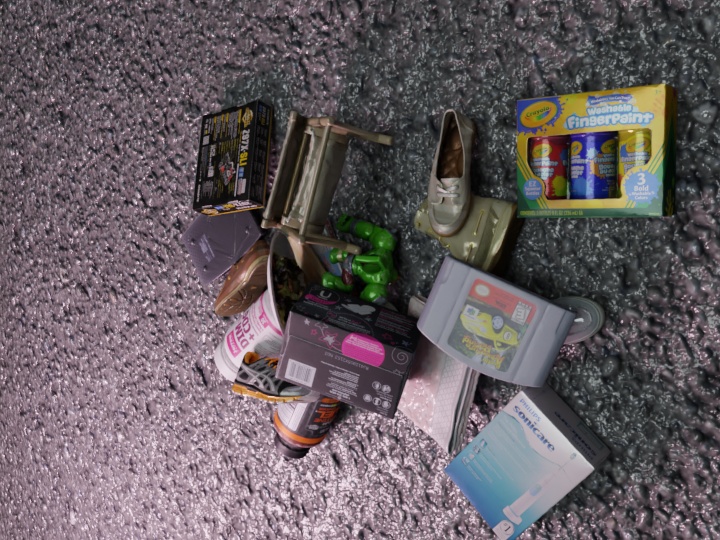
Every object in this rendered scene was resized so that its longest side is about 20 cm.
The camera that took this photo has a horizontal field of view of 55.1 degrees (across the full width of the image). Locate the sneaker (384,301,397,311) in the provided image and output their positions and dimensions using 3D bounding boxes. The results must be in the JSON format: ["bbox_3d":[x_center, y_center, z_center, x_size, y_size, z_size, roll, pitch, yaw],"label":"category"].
[{"bbox_3d":[0.023,0.139,1.208,0.085,0.072,0.201,-118,43,-54],"label":"sneaker"}]

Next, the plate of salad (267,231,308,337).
[{"bbox_3d":[-0.116,0.031,1.182,0.048,0.200,0.202,-7,92,9],"label":"plate of salad"}]

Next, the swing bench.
[{"bbox_3d":[-0.074,-0.150,1.143,0.200,0.129,0.200,23,100,53],"label":"swing bench"}]

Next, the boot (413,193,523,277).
[{"bbox_3d":[0.146,-0.031,1.068,0.155,0.073,0.201,25,95,31],"label":"boot"}]

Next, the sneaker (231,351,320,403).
[{"bbox_3d":[-0.150,0.188,1.200,0.199,0.078,0.078,3,81,39],"label":"sneaker"}]

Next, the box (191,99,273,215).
[{"bbox_3d":[-0.247,-0.214,1.330,0.159,0.049,0.202,-5,77,34],"label":"box"}]

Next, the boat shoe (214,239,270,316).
[{"bbox_3d":[-0.228,0.018,1.368,0.200,0.072,0.068,-46,52,34],"label":"boat shoe"}]

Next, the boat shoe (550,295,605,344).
[{"bbox_3d":[0.254,0.083,1.018,0.200,0.071,0.071,-11,89,37],"label":"boat shoe"}]

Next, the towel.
[{"bbox_3d":[0.117,0.164,1.109,0.191,0.032,0.201,34,118,57],"label":"towel"}]

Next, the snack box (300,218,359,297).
[{"bbox_3d":[-0.056,0.004,1.263,0.072,0.024,0.201,-29,79,36],"label":"snack box"}]

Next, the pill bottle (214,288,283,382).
[{"bbox_3d":[-0.188,0.126,1.318,0.200,0.113,0.114,-43,71,32],"label":"pill bottle"}]

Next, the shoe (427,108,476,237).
[{"bbox_3d":[0.133,-0.149,1.043,0.069,0.053,0.201,1,72,27],"label":"shoe"}]

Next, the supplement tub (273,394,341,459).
[{"bbox_3d":[-0.095,0.249,1.272,0.107,0.107,0.201,36,116,27],"label":"supplement tub"}]

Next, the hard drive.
[{"bbox_3d":[-0.276,-0.070,1.402,0.200,0.042,0.135,-37,74,32],"label":"hard drive"}]

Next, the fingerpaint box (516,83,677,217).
[{"bbox_3d":[0.318,-0.156,0.941,0.199,0.073,0.168,4,98,35],"label":"fingerpaint box"}]

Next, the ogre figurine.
[{"bbox_3d":[0.000,0.000,1.170,0.119,0.201,0.098,-1,140,31],"label":"ogre figurine"}]

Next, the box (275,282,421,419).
[{"bbox_3d":[-0.015,0.125,1.092,0.199,0.115,0.133,19,117,7],"label":"box"}]

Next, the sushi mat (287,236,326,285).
[{"bbox_3d":[-0.091,0.019,1.270,0.201,0.012,0.096,57,137,21],"label":"sushi mat"}]

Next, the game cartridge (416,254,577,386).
[{"bbox_3d":[0.187,0.078,0.981,0.199,0.041,0.134,25,103,15],"label":"game cartridge"}]

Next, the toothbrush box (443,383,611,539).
[{"bbox_3d":[0.247,0.287,1.040,0.146,0.085,0.200,47,120,22],"label":"toothbrush box"}]
